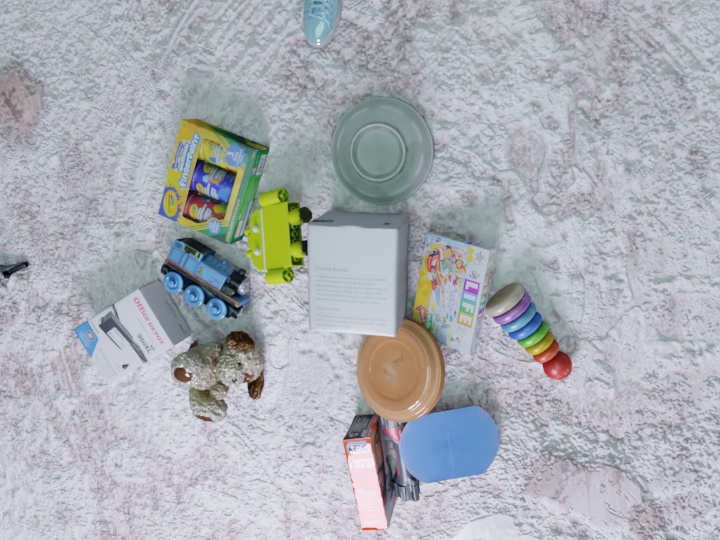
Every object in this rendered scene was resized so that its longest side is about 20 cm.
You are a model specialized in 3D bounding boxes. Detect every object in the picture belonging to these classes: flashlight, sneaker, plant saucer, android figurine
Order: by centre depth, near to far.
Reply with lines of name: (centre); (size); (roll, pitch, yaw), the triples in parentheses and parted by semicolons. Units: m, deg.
sneaker: (-0.067, -0.503, 1.130); (0.074, 0.082, 0.201); (17, 106, 10)
plant saucer: (0.036, -0.221, 1.187); (0.199, 0.050, 0.201); (3, 104, 14)
plant saucer: (0.071, 0.192, 1.233); (0.199, 0.032, 0.202); (-4, 84, 36)
android figurine: (-0.164, -0.064, 1.233); (0.199, 0.041, 0.183); (-4, 89, 47)
flashlight: (0.080, 0.372, 1.311); (0.068, 0.068, 0.201); (-5, 106, 12)

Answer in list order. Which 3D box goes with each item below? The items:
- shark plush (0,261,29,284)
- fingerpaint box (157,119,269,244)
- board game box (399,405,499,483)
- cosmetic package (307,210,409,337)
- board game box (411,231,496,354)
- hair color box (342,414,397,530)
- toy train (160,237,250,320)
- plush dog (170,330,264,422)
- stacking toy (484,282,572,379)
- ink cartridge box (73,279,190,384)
shark plush: (-0.862, -0.003, 1.454); (0.199, 0.091, 0.084); (-12, 70, 21)
fingerpaint box: (-0.293, -0.177, 1.266); (0.166, 0.073, 0.201); (23, 107, 8)
board game box: (0.176, 0.342, 1.278); (0.199, 0.039, 0.159); (-10, 108, 1)
cosmetic package: (0.000, 0.000, 1.185); (0.164, 0.165, 0.201); (4, 103, 11)
board game box: (0.171, 0.040, 1.196); (0.134, 0.034, 0.201); (18, 108, 34)
hair color box: (0.022, 0.411, 1.306); (0.064, 0.111, 0.201); (-9, 101, 15)
toy train: (-0.316, 0.018, 1.314); (0.199, 0.087, 0.115); (30, 102, 6)
plush dog: (-0.285, 0.200, 1.337); (0.171, 0.161, 0.201); (-11, 129, 2)
stacking toy: (0.321, 0.123, 1.184); (0.085, 0.085, 0.200); (-37, 96, 19)
ink cartridge box: (-0.493, 0.133, 1.382); (0.199, 0.084, 0.145); (-30, 95, 18)
